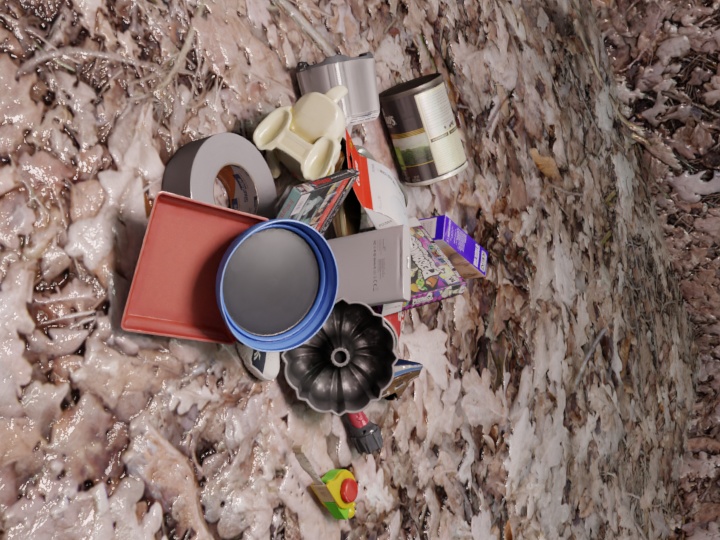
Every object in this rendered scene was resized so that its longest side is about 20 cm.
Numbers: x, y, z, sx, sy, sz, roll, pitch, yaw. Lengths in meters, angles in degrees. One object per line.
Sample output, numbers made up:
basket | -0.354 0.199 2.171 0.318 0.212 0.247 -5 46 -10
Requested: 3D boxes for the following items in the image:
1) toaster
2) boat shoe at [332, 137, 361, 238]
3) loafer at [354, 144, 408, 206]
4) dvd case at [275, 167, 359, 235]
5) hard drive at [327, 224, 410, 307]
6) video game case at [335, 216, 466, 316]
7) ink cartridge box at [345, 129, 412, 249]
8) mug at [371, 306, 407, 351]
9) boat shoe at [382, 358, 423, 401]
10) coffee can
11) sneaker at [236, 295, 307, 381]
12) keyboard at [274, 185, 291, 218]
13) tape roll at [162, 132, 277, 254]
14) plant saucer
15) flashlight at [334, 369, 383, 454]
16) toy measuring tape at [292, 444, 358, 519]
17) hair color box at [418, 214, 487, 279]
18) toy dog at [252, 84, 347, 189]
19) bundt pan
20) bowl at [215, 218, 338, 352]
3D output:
toaster | -0.041 -0.336 1.634 0.199 0.112 0.131 -28 109 -58
boat shoe | -0.046 -0.149 1.631 0.074 0.066 0.203 10 72 -62
loafer | 0.022 -0.169 1.741 0.200 0.075 0.070 41 64 -38
dvd case | -0.084 -0.092 1.421 0.022 0.147 0.200 39 29 11
hard drive | 0.000 0.000 1.548 0.026 0.198 0.134 20 66 -51
video game case | 0.072 -0.012 1.624 0.179 0.201 0.036 -14 137 -24
ink cartridge box | 0.033 -0.151 1.599 0.161 0.047 0.201 -95 160 -47
mug | 0.029 0.067 1.679 0.132 0.178 0.201 26 46 -1
boat shoe | 0.055 0.219 1.715 0.199 0.072 0.074 -2 97 -53
coffee can | 0.134 -0.299 1.850 0.146 0.145 0.202 -41 117 -50
sneaker | -0.135 0.077 1.403 0.079 0.128 0.202 -4 86 -54
keyboard | -0.120 -0.050 1.485 0.202 0.011 0.057 85 27 -43
tape roll | -0.219 -0.112 1.375 0.199 0.065 0.203 17 69 -53
plant saucer | -0.244 -0.002 1.269 0.198 0.037 0.202 12 96 -43
flashlight | -0.011 0.242 1.600 0.068 0.067 0.202 -99 166 -77
toy measuring tape | -0.055 0.357 1.519 0.201 0.073 0.074 62 40 -28
hair color box | 0.188 -0.046 1.913 0.199 0.108 0.066 33 58 -47
toy dog | -0.092 -0.224 1.506 0.200 0.138 0.196 93 22 -80
bundt pan | -0.038 0.144 1.505 0.076 0.199 0.205 -135 -148 -82
bowl | -0.127 0.021 1.310 0.198 0.039 0.204 -8 105 -31
